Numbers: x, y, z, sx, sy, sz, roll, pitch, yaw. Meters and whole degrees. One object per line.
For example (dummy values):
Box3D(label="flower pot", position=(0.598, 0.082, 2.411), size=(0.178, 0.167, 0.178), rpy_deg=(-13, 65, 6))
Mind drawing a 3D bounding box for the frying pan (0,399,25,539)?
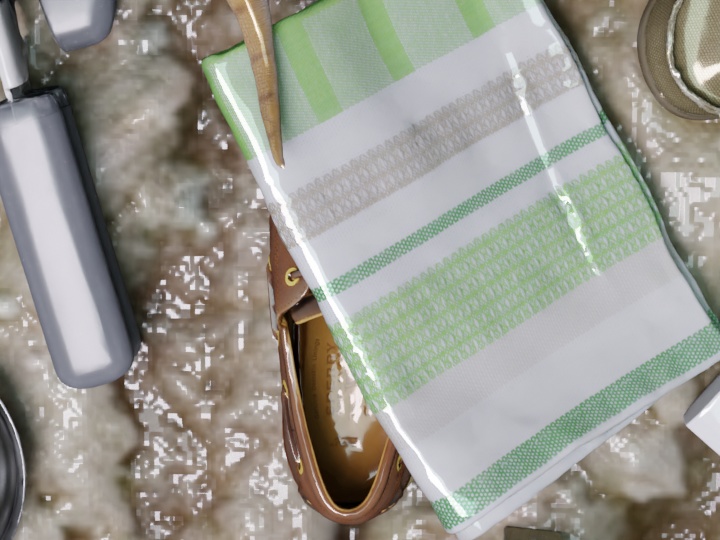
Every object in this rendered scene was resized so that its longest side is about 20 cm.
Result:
Box3D(label="frying pan", position=(-0.226, 0.074, 0.903), size=(0.189, 0.031, 0.115), rpy_deg=(9, 100, 5))

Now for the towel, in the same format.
Box3D(label="towel", position=(0.045, -0.021, 0.834), size=(0.149, 0.031, 0.200), rpy_deg=(-32, 99, -29))

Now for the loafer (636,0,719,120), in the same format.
Box3D(label="loafer", position=(0.193, -0.119, 0.828), size=(0.200, 0.067, 0.076), rpy_deg=(-31, 97, 8))

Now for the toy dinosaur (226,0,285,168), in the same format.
Box3D(label="toy dinosaur", position=(-0.071, -0.142, 0.768), size=(0.200, 0.060, 0.106), rpy_deg=(41, 89, -23))

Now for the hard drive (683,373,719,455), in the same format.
Box3D(label="hard drive", position=(0.245, 0.076, 0.880), size=(0.200, 0.027, 0.132), rpy_deg=(41, 99, -4))

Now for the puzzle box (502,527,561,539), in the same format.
Box3D(label="puzzle box", position=(0.059, 0.212, 0.860), size=(0.025, 0.133, 0.201), rpy_deg=(5, 101, 2))

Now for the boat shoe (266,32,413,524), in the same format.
Box3D(label="boat shoe", position=(0.000, 0.000, 0.859), size=(0.072, 0.068, 0.201), rpy_deg=(0, 100, 3))

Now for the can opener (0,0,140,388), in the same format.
Box3D(label="can opener", position=(-0.116, -0.055, 0.863), size=(0.066, 0.053, 0.201), rpy_deg=(-11, 99, 4))
